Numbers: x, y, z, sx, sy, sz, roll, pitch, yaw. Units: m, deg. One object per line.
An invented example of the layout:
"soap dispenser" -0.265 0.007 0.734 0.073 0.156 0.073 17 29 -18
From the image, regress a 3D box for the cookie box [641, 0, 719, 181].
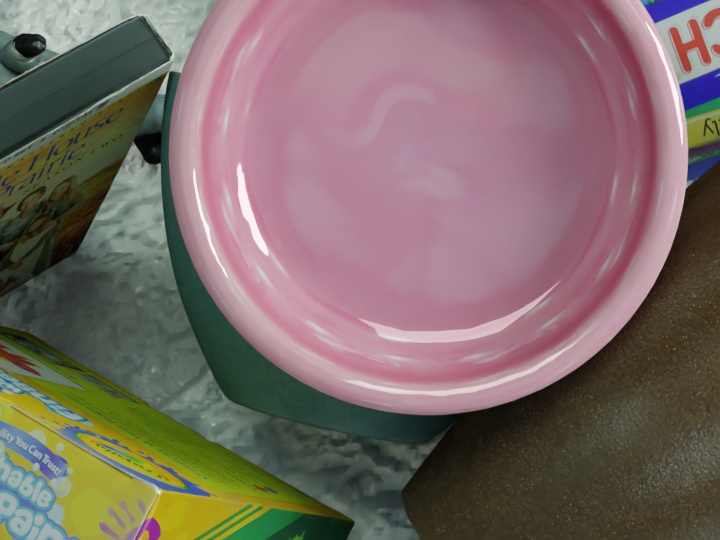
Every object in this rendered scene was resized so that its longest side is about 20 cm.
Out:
"cookie box" 0.183 -0.158 1.249 0.171 0.075 0.201 -17 80 16

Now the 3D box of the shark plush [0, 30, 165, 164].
"shark plush" -0.162 -0.085 1.333 0.200 0.083 0.091 24 61 27

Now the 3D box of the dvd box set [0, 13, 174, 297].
"dvd box set" -0.167 -0.027 1.208 0.146 0.200 0.029 -33 80 -29

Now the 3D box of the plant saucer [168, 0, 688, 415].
"plant saucer" 0.027 -0.046 1.061 0.200 0.051 0.201 0 93 4

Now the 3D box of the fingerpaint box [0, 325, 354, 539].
"fingerpaint box" -0.130 0.087 1.141 0.200 0.167 0.074 27 94 28

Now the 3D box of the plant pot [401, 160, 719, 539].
"plant pot" 0.124 0.077 1.109 0.200 0.187 0.187 -32 52 5

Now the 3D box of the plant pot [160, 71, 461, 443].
"plant pot" 0.000 0.000 1.189 0.200 0.200 0.135 13 92 21
